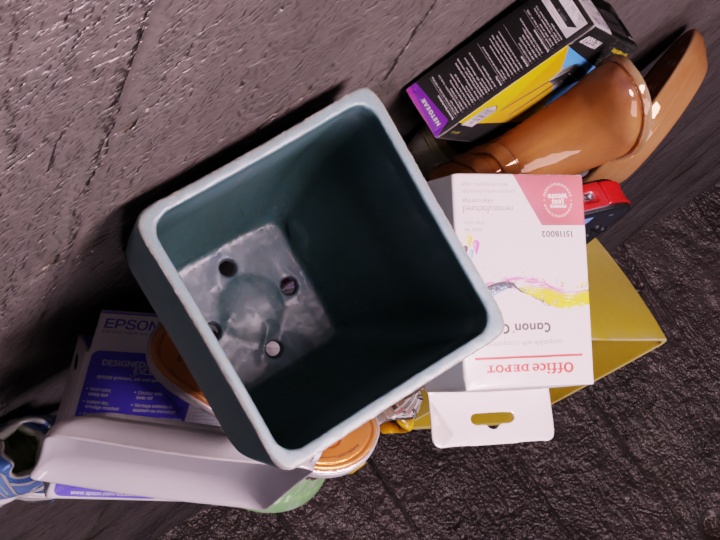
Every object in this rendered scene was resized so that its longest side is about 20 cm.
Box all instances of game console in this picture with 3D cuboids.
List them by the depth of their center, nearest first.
[{"bbox_3d":[0.112,-0.014,1.487,0.199,0.031,0.177,-13,162,-23],"label":"game console"}]

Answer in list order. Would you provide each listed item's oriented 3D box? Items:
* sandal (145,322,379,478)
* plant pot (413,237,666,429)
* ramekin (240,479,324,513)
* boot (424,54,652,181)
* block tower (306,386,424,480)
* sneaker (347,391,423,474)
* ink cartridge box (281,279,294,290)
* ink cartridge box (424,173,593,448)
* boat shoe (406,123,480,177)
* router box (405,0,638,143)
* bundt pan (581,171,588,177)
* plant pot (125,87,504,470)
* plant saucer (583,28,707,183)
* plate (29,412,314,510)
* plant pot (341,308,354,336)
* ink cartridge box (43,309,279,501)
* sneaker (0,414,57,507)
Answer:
[{"bbox_3d":[-0.070,0.099,1.394,0.059,0.206,0.079,-25,-138,61],"label":"sandal"},{"bbox_3d":[0.137,0.029,1.713,0.200,0.177,0.200,-32,159,33],"label":"plant pot"},{"bbox_3d":[-0.091,0.113,1.650,0.200,0.200,0.098,-23,159,-53],"label":"ramekin"},{"bbox_3d":[0.132,-0.097,1.423,0.155,0.077,0.200,-21,176,-24],"label":"boot"},{"bbox_3d":[0.013,0.096,1.497,0.200,0.054,0.058,-38,-179,-26],"label":"block tower"},{"bbox_3d":[0.024,0.100,1.573,0.200,0.082,0.078,-44,179,-26],"label":"sneaker"},{"bbox_3d":[0.001,-0.037,1.678,0.119,0.042,0.200,-37,173,23],"label":"ink cartridge box"},{"bbox_3d":[0.109,0.031,1.345,0.116,0.201,0.067,-2,176,-26],"label":"ink cartridge box"},{"bbox_3d":[0.085,-0.096,1.583,0.066,0.074,0.200,-33,162,19],"label":"boat shoe"},{"bbox_3d":[0.133,-0.162,1.424,0.149,0.051,0.200,-34,172,17],"label":"router box"},{"bbox_3d":[0.176,-0.112,1.811,0.202,0.076,0.202,-34,172,-6],"label":"bundt pan"},{"bbox_3d":[-0.055,0.017,1.285,0.195,0.197,0.200,-31,-177,-21],"label":"plant pot"},{"bbox_3d":[0.304,-0.164,1.890,0.200,0.037,0.200,-55,-177,4],"label":"plant saucer"},{"bbox_3d":[-0.150,0.146,1.383,0.199,0.032,0.200,9,163,-12],"label":"plate"},{"bbox_3d":[0.000,0.000,1.483,0.200,0.027,0.201,-162,-90,-80],"label":"plant pot"},{"bbox_3d":[-0.147,0.106,1.478,0.197,0.043,0.201,5,125,-25],"label":"ink cartridge box"},{"bbox_3d":[-0.284,0.164,1.577,0.077,0.076,0.200,-33,174,28],"label":"sneaker"}]
